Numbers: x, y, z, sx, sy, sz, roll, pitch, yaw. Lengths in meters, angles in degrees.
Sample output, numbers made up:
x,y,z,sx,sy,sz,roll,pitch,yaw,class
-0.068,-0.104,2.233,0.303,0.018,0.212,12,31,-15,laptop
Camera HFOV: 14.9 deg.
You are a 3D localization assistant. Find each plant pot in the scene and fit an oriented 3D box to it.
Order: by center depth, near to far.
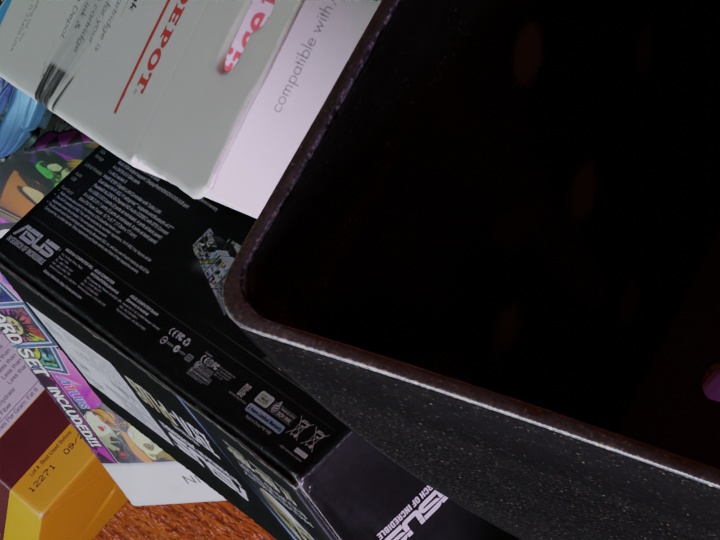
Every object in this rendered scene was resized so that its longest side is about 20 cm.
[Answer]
x,y,z,sx,sy,sz,roll,pitch,yaw,class
0.115,0.001,0.693,0.198,0.201,0.178,17,155,28,plant pot

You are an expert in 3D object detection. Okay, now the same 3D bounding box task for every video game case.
x,y,z,sx,sy,sz,roll,pitch,yaw,class
-0.069,0.013,1.097,0.180,0.036,0.200,-6,130,36,video game case

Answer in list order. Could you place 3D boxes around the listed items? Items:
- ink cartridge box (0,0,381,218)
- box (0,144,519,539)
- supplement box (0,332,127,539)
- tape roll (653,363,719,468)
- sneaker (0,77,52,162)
x,y,z,sx,sy,sz,roll,pitch,yaw,class
-0.044,-0.087,0.858,0.068,0.117,0.200,24,-175,-34,ink cartridge box
0.000,0.000,0.907,0.200,0.164,0.086,31,161,48,box
-0.198,0.040,1.403,0.200,0.133,0.197,40,159,6,supplement box
0.117,0.094,0.874,0.085,0.200,0.200,40,158,8,tape roll
-0.139,-0.129,0.994,0.078,0.076,0.201,6,125,0,sneaker
